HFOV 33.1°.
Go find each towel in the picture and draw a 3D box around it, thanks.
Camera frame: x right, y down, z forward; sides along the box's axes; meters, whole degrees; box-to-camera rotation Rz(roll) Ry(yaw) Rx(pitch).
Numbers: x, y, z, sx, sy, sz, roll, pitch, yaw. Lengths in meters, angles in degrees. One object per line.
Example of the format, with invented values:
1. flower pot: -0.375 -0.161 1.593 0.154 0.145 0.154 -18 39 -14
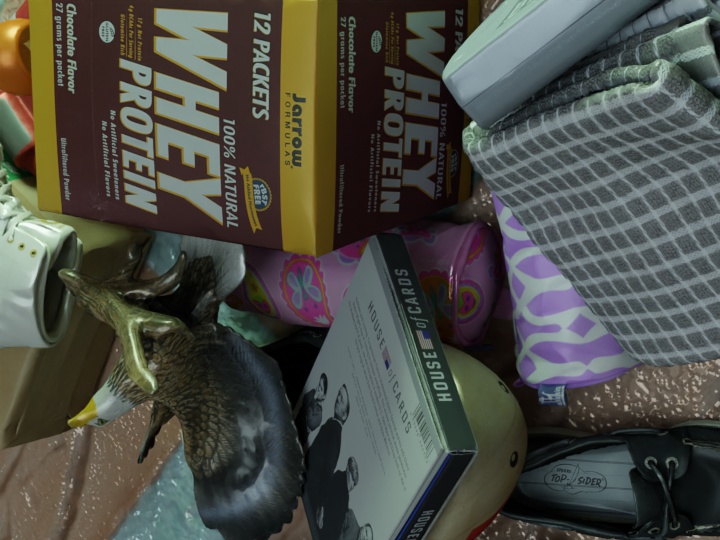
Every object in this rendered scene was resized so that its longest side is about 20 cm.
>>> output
1. towel: 0.151 -0.038 0.576 0.166 0.086 0.200 50 158 -9

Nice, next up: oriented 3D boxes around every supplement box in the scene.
1. supplement box: -0.058 -0.104 0.734 0.199 0.197 0.134 10 107 29

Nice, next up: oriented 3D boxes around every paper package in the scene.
1. paper package: -0.288 0.003 0.957 0.199 0.103 0.192 36 115 20

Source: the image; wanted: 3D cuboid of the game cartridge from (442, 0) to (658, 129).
1. game cartridge: 0.108 -0.137 0.603 0.133 0.200 0.041 -31 101 29

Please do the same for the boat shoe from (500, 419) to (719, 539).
1. boat shoe: 0.166 0.130 0.729 0.198 0.066 0.075 4 105 31

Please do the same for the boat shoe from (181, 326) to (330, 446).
1. boat shoe: -0.068 0.090 0.867 0.199 0.062 0.075 -32 86 34

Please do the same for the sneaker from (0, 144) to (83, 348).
1. sneaker: -0.243 -0.044 0.832 0.115 0.074 0.202 0 96 19

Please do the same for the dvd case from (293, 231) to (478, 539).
1. dvd case: 0.004 0.100 0.717 0.201 0.025 0.151 115 147 -44

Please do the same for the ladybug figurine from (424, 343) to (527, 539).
1. ladybug figurine: 0.042 0.114 0.753 0.200 0.071 0.137 141 126 -61

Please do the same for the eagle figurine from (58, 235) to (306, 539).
1. eagle figurine: -0.118 0.070 0.789 0.150 0.200 0.153 -9 52 20

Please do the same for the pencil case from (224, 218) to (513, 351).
1. pencil case: 0.000 0.000 0.794 0.199 0.087 0.088 7 105 29

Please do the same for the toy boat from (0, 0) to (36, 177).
1. toy boat: -0.209 -0.150 0.852 0.200 0.131 0.131 -42 79 26

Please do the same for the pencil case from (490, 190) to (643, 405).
1. pencil case: 0.115 -0.028 0.718 0.085 0.084 0.202 -5 97 44
